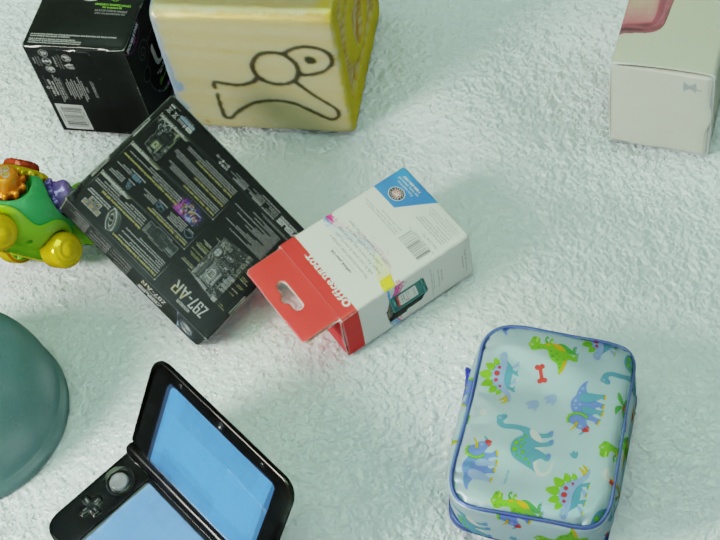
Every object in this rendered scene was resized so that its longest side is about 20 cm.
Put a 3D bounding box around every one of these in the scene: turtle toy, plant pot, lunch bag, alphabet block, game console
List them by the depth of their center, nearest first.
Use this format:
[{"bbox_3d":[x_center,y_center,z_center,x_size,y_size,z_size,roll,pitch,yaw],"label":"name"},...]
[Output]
[{"bbox_3d":[-0.175,0.217,1.343,0.176,0.117,0.200,-40,59,-18],"label":"game console"},{"bbox_3d":[0.164,0.152,1.356,0.159,0.083,0.201,8,58,13],"label":"lunch bag"},{"bbox_3d":[-0.397,0.111,1.439,0.198,0.135,0.202,-4,56,6],"label":"plant pot"},{"bbox_3d":[-0.339,-0.058,1.536,0.145,0.199,0.102,5,82,50],"label":"turtle toy"},{"bbox_3d":[-0.098,-0.284,1.628,0.198,0.196,0.198,4,58,10],"label":"alphabet block"}]

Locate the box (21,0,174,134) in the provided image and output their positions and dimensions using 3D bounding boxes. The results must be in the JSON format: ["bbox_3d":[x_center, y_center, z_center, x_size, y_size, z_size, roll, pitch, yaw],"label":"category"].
[{"bbox_3d":[-0.272,-0.276,1.673,0.123,0.149,0.201,6,57,14],"label":"box"}]

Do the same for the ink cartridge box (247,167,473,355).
[{"bbox_3d":[0.000,0.000,1.493,0.199,0.067,0.116,-33,57,-14],"label":"ink cartridge box"}]

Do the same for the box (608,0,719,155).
[{"bbox_3d":[0.335,-0.243,1.572,0.108,0.128,0.201,11,58,16],"label":"box"}]

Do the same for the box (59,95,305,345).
[{"bbox_3d":[-0.177,-0.051,1.507,0.200,0.044,0.160,45,68,-6],"label":"box"}]
